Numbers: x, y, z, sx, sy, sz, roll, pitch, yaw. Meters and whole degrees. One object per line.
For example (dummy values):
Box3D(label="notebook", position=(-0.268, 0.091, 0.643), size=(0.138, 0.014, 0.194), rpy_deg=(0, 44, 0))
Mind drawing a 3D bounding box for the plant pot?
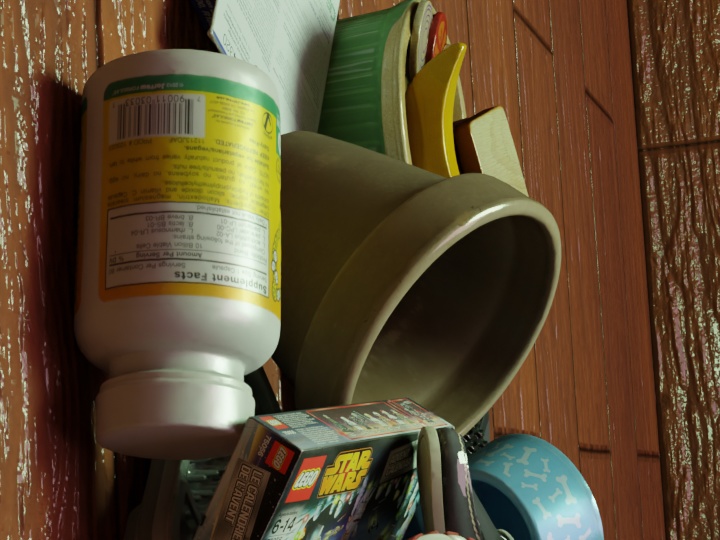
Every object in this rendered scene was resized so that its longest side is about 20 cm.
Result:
Box3D(label="plant pot", position=(0.000, 0.000, 1.274), size=(0.200, 0.174, 0.201), rpy_deg=(-34, 145, -28))

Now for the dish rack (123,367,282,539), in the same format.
Box3D(label="dish rack", position=(-0.089, 0.137, 1.208), size=(0.172, 0.043, 0.201), rpy_deg=(68, 23, -43))

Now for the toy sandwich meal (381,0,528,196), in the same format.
Box3D(label="toy sandwich meal", position=(0.071, -0.093, 1.439), size=(0.205, 0.070, 0.208), rpy_deg=(-6, 90, -73))

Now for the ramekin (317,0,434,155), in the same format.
Box3D(label="ramekin", position=(0.012, -0.100, 1.542), size=(0.200, 0.097, 0.202), rpy_deg=(-5, 90, -75))

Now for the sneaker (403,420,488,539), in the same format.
Box3D(label="sneaker", position=(0.050, 0.176, 1.363), size=(0.070, 0.093, 0.202), rpy_deg=(-10, 79, -55))

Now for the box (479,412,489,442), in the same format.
Box3D(label="box", position=(0.078, 0.246, 1.713), size=(0.200, 0.049, 0.200), rpy_deg=(-66, 153, -63))

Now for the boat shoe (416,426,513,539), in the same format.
Box3D(label="boat shoe", position=(0.073, 0.171, 1.170), size=(0.073, 0.062, 0.202), rpy_deg=(-102, -179, -64))

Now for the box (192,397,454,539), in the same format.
Box3D(label="box", position=(-0.028, 0.144, 1.134), size=(0.200, 0.040, 0.138), rpy_deg=(0, 116, -64))

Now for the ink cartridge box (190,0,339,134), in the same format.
Box3D(label="ink cartridge box", position=(-0.070, -0.173, 1.378), size=(0.197, 0.043, 0.202), rpy_deg=(64, 29, -51))

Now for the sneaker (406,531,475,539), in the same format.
Box3D(label="sneaker", position=(0.071, 0.223, 1.108), size=(0.201, 0.078, 0.082), rpy_deg=(53, 7, -24))

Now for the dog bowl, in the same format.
Box3D(label="dog bowl", position=(0.061, 0.173, 1.266), size=(0.049, 0.199, 0.112), rpy_deg=(-15, 83, -45))

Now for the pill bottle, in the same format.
Box3D(label="pill bottle", position=(-0.097, -0.006, 1.095), size=(0.113, 0.112, 0.202), rpy_deg=(45, 42, -66))
